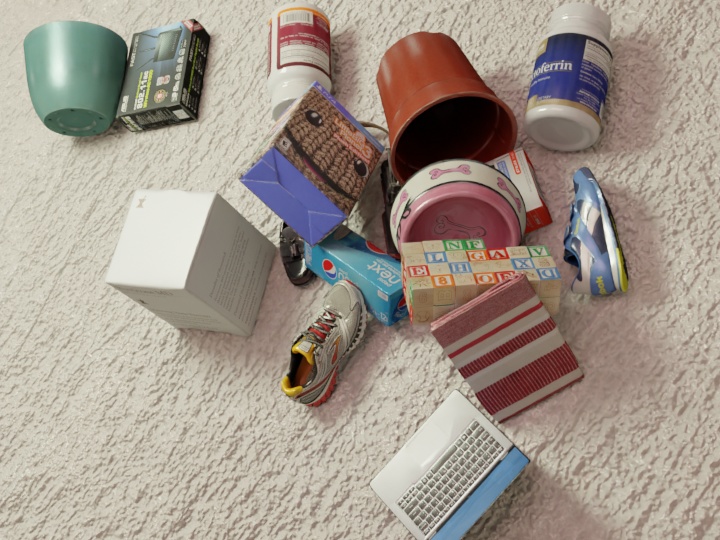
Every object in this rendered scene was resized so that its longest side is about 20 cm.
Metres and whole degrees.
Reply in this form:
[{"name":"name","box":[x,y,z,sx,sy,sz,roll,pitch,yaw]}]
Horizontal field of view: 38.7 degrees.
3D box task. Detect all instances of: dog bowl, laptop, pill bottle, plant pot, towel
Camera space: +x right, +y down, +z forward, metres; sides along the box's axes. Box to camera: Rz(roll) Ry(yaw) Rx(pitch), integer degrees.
[{"name":"dog bowl","box":[0.139,-0.052,1.454,0.198,0.201,0.074,-23,26,15]},{"name":"laptop","box":[0.112,0.271,1.366,0.187,0.116,0.200,-46,55,-1]},{"name":"pill bottle","box":[-0.106,-0.354,1.786,0.113,0.114,0.202,-12,61,21]},{"name":"plant pot","box":[0.117,-0.255,1.586,0.199,0.201,0.197,-28,49,12]},{"name":"plant pot","box":[-0.545,-0.355,1.970,0.198,0.200,0.163,-12,72,21]},{"name":"towel","box":[0.197,0.106,1.363,0.143,0.201,0.023,-30,31,11]},{"name":"pill bottle","box":[0.316,-0.292,1.538,0.114,0.116,0.202,3,67,28]}]

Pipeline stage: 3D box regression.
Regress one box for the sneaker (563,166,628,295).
[{"name":"sneaker","box":[0.319,-0.056,1.448,0.081,0.074,0.202,-18,58,21]}]

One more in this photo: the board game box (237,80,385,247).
[{"name":"board game box","box":[-0.072,-0.167,1.588,0.097,0.159,0.201,-36,19,38]}]

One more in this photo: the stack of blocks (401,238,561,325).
[{"name":"stack of blocks","box":[0.158,0.011,1.380,0.197,0.059,0.116,-4,33,-4]}]

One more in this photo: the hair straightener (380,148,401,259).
[{"name":"hair straightener","box":[0.059,-0.120,1.616,0.040,0.077,0.202,5,56,-11]}]

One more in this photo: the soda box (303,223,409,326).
[{"name":"soda box","box":[0.000,0.000,1.574,0.067,0.065,0.199,-29,48,-32]}]

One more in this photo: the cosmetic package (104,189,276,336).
[{"name":"cosmetic package","box":[-0.268,-0.012,1.648,0.166,0.200,0.168,4,68,29]}]

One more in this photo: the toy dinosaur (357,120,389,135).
[{"name":"toy dinosaur","box":[-0.042,-0.241,1.718,0.198,0.106,0.061,-13,56,29]}]

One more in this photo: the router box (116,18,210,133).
[{"name":"router box","box":[-0.377,-0.373,1.964,0.148,0.062,0.202,-8,63,25]}]

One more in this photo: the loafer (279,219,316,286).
[{"name":"loafer","box":[-0.108,-0.073,1.679,0.071,0.063,0.202,-12,61,21]}]

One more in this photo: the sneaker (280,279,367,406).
[{"name":"sneaker","box":[-0.055,0.109,1.530,0.077,0.082,0.202,23,92,33]}]

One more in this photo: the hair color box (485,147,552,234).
[{"name":"hair color box","box":[0.175,-0.090,1.544,0.198,0.064,0.112,-24,58,16]}]
